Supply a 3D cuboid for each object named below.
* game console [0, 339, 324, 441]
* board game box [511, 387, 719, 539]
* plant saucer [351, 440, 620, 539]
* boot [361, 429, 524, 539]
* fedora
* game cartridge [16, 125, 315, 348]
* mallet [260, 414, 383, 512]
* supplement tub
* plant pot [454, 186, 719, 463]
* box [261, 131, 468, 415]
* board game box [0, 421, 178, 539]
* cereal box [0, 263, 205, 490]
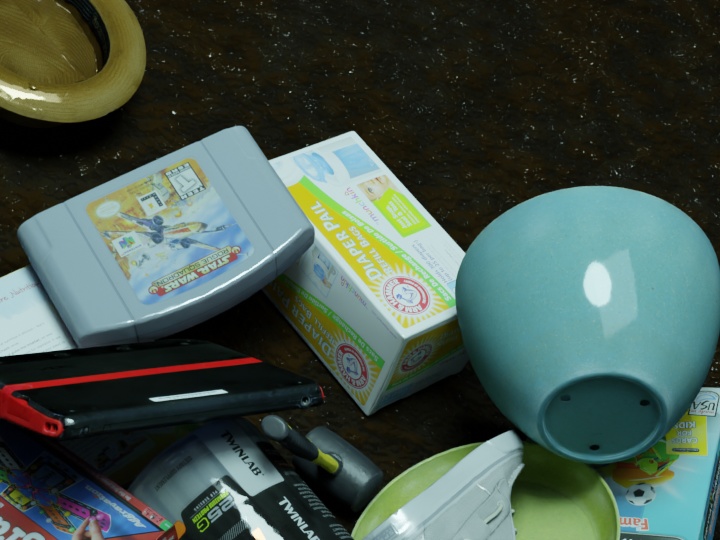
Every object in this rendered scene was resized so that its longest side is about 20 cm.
[{"bbox_3d":[-0.150,0.081,1.062,0.199,0.031,0.177,-5,12,-35],"label":"game console"},{"bbox_3d":[0.192,0.170,1.195,0.150,0.047,0.200,0,39,23],"label":"board game box"},{"bbox_3d":[0.089,0.202,1.131,0.199,0.031,0.200,-13,35,9],"label":"plant saucer"},{"bbox_3d":[0.079,0.183,1.082,0.096,0.074,0.200,51,34,8],"label":"boot"},{"bbox_3d":[-0.284,-0.186,1.358,0.200,0.082,0.201,13,50,-16],"label":"fedora"},{"bbox_3d":[-0.142,-0.021,1.197,0.199,0.042,0.133,-27,57,-17],"label":"game cartridge"},{"bbox_3d":[-0.027,0.133,1.107,0.066,0.200,0.041,36,85,12],"label":"mallet"},{"bbox_3d":[-0.062,0.206,1.056,0.122,0.123,0.200,-27,63,-38],"label":"supplement tub"},{"bbox_3d":[0.169,0.059,1.145,0.199,0.201,0.135,14,39,-10],"label":"plant pot"},{"bbox_3d":[0.000,0.000,1.285,0.112,0.102,0.200,-23,61,-37],"label":"box"},{"bbox_3d":[-0.222,0.154,1.024,0.200,0.020,0.103,27,52,34],"label":"board game box"},{"bbox_3d":[-0.215,0.083,1.166,0.144,0.040,0.200,-27,63,-37],"label":"cereal box"}]
